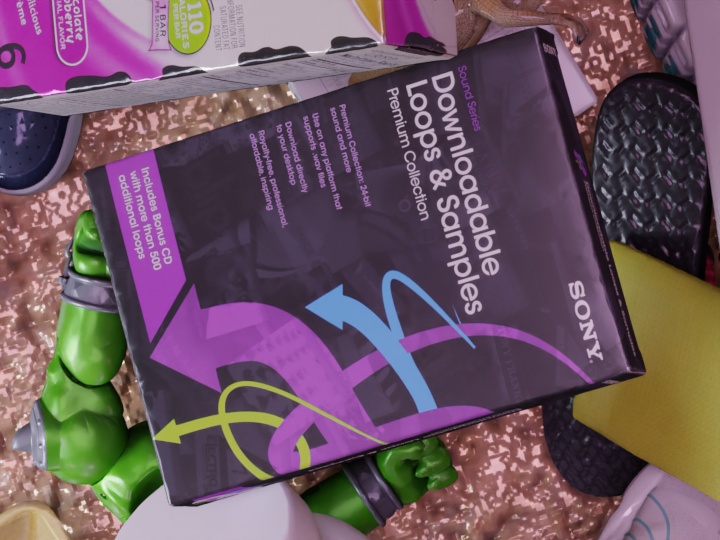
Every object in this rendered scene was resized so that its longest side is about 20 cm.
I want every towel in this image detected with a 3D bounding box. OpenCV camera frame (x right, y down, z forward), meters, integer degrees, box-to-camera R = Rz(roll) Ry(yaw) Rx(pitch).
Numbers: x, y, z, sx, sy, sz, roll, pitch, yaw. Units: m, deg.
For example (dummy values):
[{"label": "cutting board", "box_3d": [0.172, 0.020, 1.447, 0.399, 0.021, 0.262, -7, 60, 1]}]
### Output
[{"label": "towel", "box_3d": [0.165, 0.057, 1.199, 0.018, 0.200, 0.086, 0, 109, -39]}]

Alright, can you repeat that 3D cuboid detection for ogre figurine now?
[{"label": "ogre figurine", "box_3d": [-0.068, 0.069, 1.271, 0.200, 0.098, 0.120, 36, 94, -36]}]

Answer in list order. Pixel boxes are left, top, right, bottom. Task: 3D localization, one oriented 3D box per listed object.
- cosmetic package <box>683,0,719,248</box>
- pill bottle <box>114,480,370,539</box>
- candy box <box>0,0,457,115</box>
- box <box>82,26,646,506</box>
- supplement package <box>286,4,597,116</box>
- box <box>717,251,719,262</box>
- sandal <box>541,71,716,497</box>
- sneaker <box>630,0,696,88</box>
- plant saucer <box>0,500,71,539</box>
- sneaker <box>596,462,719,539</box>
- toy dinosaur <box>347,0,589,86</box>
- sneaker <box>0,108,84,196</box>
[{"label": "cosmetic package", "box_3d": [0.197, -0.076, 1.151, 0.112, 0.081, 0.201, -19, 62, 22]}, {"label": "pill bottle", "box_3d": [-0.020, 0.176, 1.228, 0.116, 0.116, 0.200, -36, 129, 3]}, {"label": "candy box", "box_3d": [-0.063, -0.141, 1.146, 0.199, 0.061, 0.137, -7, 86, 31]}, {"label": "box", "box_3d": [0.000, 0.000, 1.143, 0.199, 0.036, 0.144, -17, 83, 13]}, {"label": "supplement package", "box_3d": [0.004, -0.129, 1.256, 0.113, 0.110, 0.201, -31, 92, 2]}, {"label": "box", "box_3d": [0.235, -0.077, 1.278, 0.070, 0.064, 0.201, 26, 93, -1]}, {"label": "sandal", "box_3d": [0.130, 0.008, 1.286, 0.075, 0.045, 0.201, 14, 109, 20]}, {"label": "sneaker", "box_3d": [0.154, -0.158, 1.272, 0.091, 0.078, 0.201, -24, 94, -2]}, {"label": "plant saucer", "box_3d": [-0.175, 0.234, 1.311, 0.199, 0.048, 0.201, -32, 92, 2]}, {"label": "sneaker", "box_3d": [0.128, 0.144, 1.237, 0.080, 0.200, 0.071, 26, 138, 33]}, {"label": "toy dinosaur", "box_3d": [0.030, -0.086, 1.185, 0.101, 0.058, 0.200, 37, 99, 12]}, {"label": "sneaker", "box_3d": [-0.171, -0.131, 1.256, 0.070, 0.108, 0.201, -5, 92, 10]}]
